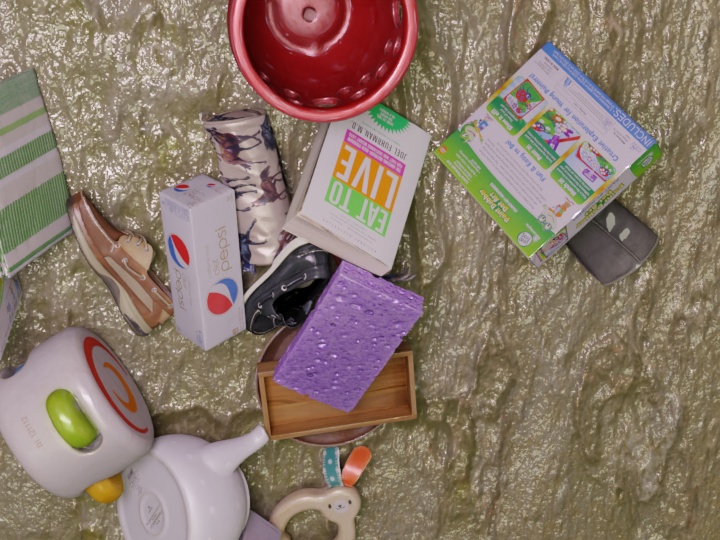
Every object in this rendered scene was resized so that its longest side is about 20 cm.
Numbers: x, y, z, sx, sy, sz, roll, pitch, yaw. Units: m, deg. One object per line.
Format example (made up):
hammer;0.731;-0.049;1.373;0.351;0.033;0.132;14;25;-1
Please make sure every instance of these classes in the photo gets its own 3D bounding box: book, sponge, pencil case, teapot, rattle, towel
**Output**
book;0.001;-0.108;1.289;0.133;0.201;0.048;28;148;-19
sponge;-0.017;0.085;1.318;0.111;0.030;0.200;23;128;-13
pencil case;-0.133;-0.101;1.314;0.089;0.078;0.201;-9;112;7
teapot;-0.214;0.303;1.423;0.146;0.199;0.199;-6;91;-46
rattle;-0.050;0.346;1.472;0.130;0.143;0.200;39;108;0
towel;-0.392;-0.111;1.239;0.023;0.153;0.201;-1;115;23

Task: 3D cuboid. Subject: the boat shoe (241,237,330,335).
boat shoe;-0.088;0.036;1.336;0.074;0.066;0.199;-3;148;-40

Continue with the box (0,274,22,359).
box;-0.463;0.029;1.243;0.112;0.200;0.102;-12;113;-5

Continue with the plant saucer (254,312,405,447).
plant saucer;-0.042;0.138;1.444;0.199;0.037;0.202;-3;111;-9

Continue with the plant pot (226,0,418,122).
plant pot;-0.048;-0.280;1.203;0.199;0.183;0.202;-3;112;-7

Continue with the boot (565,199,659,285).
boot;0.311;-0.092;1.390;0.200;0.073;0.182;39;120;-14

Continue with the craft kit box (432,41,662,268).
craft kit box;0.219;-0.140;1.304;0.197;0.200;0.048;-41;150;6

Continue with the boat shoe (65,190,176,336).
boat shoe;-0.287;-0.015;1.331;0.074;0.076;0.201;-28;121;-4

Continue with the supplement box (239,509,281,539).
supplement box;-0.195;0.425;1.466;0.061;0.109;0.200;38;115;-16

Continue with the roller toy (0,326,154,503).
roller toy;-0.353;0.176;1.330;0.139;0.183;0.200;-32;143;2

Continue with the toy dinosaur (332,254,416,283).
toy dinosaur;0.000;0.000;1.376;0.199;0.105;0.182;24;103;18

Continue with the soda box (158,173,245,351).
soda box;-0.188;-0.008;1.316;0.068;0.064;0.201;-28;131;-36

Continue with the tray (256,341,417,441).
tray;-0.030;0.156;1.415;0.199;0.037;0.099;-8;112;-7
